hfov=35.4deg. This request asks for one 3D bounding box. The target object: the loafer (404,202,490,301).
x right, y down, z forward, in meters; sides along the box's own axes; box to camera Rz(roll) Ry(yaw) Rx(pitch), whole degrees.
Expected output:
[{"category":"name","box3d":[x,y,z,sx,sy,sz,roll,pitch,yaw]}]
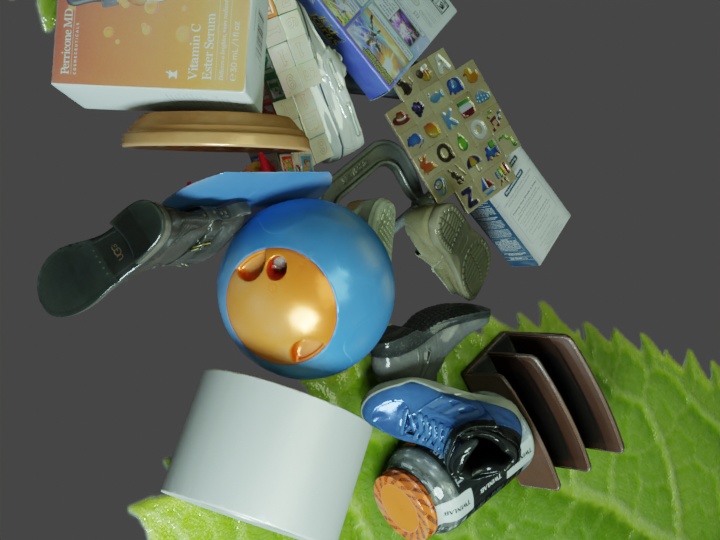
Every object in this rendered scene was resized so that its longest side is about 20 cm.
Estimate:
[{"category":"loafer","box3d":[0.115,-0.031,1.469,0.076,0.067,0.200,-57,146,-19]}]

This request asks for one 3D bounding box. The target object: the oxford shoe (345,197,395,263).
[{"category":"oxford shoe","box3d":[0.000,0.000,1.382,0.075,0.057,0.202,-37,139,-55]}]

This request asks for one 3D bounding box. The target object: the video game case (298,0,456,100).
[{"category":"video game case","box3d":[0.008,-0.345,1.400,0.200,0.045,0.182,49,54,-17]}]

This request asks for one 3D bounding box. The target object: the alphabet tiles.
[{"category":"alphabet tiles","box3d":[0.122,-0.182,1.465,0.166,0.006,0.201,-35,99,-29]}]

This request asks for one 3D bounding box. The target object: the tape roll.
[{"category":"tape roll","box3d":[-0.100,0.205,1.225,0.202,0.202,0.140,28,73,-34]}]

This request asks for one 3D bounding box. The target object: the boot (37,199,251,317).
[{"category":"boot","box3d":[-0.225,-0.013,1.198,0.070,0.199,0.174,63,21,9]}]

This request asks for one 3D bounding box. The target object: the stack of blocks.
[{"category":"stack of blocks","box3d":[-0.101,-0.212,1.292,0.058,0.115,0.201,-29,106,-34]}]

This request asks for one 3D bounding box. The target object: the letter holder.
[{"category":"letter holder","box3d":[0.255,0.194,1.536,0.100,0.142,0.201,-40,112,-31]}]

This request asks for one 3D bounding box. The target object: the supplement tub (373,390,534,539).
[{"category":"supplement tub","box3d":[0.119,0.251,1.442,0.199,0.122,0.123,-32,108,-34]}]

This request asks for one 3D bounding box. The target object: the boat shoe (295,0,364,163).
[{"category":"boat shoe","box3d":[-0.047,-0.230,1.326,0.065,0.072,0.201,-25,100,-26]}]

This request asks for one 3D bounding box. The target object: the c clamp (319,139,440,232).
[{"category":"c clamp","box3d":[0.032,-0.074,1.445,0.200,0.027,0.172,-35,109,-34]}]

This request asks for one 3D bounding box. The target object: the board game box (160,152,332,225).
[{"category":"board game box","box3d":[-0.133,-0.094,1.247,0.199,0.158,0.039,-4,73,-37]}]

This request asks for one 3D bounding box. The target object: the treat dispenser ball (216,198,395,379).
[{"category":"treat dispenser ball","box3d":[-0.061,0.021,1.260,0.200,0.200,0.203,1,88,-37]}]

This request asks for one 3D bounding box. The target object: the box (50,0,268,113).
[{"category":"box","box3d":[-0.201,-0.247,1.157,0.198,0.106,0.154,2,86,3]}]

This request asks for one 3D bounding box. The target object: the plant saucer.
[{"category":"plant saucer","box3d":[-0.152,-0.146,1.194,0.199,0.199,0.038,-2,96,-37]}]

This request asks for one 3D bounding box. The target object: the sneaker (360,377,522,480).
[{"category":"sneaker","box3d":[0.096,0.193,1.347,0.198,0.111,0.077,10,115,-1]}]

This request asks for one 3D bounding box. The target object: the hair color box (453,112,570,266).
[{"category":"hair color box","box3d":[0.198,-0.109,1.552,0.200,0.060,0.100,49,61,-26]}]

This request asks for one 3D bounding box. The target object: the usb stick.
[{"category":"usb stick","box3d":[0.001,-0.249,1.423,0.199,0.032,0.056,0,88,-38]}]

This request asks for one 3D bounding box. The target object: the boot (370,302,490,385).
[{"category":"boot","box3d":[0.092,0.124,1.470,0.199,0.070,0.133,-18,108,-31]}]
